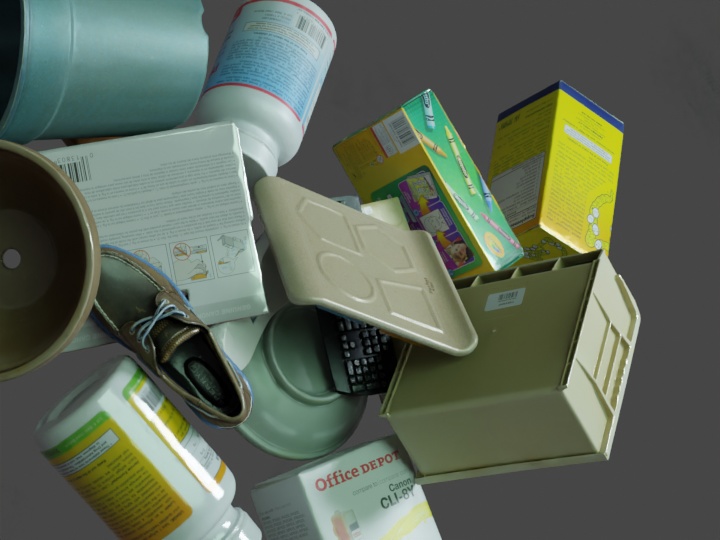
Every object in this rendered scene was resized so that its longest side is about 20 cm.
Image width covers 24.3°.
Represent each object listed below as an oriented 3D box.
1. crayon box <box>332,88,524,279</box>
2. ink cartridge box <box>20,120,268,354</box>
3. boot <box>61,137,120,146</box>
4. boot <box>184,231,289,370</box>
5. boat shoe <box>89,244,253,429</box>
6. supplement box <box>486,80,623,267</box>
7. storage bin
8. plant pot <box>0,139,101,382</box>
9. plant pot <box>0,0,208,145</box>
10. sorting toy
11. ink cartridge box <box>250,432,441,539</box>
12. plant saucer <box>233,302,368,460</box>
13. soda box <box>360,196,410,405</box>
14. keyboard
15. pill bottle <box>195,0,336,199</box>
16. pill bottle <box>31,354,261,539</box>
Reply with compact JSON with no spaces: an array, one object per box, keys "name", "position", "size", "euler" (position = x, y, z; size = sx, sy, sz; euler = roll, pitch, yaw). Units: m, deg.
[{"name":"crayon box","position":[0.070,-0.074,1.753],"size":[0.058,0.119,0.200],"euler":[-34,96,-43]},{"name":"ink cartridge box","position":[-0.194,-0.030,1.479],"size":[0.199,0.045,0.177],"euler":[-10,91,-13]},{"name":"boot","position":[-0.221,-0.066,1.540],"size":[0.188,0.068,0.200],"euler":[-35,91,-32]},{"name":"boot","position":[-0.125,0.022,1.560],"size":[0.200,0.090,0.073],"euler":[-57,137,-49]},{"name":"boat shoe","position":[-0.162,0.053,1.423],"size":[0.200,0.072,0.072],"euler":[44,81,-8]},{"name":"supplement box","position":[0.215,-0.092,1.892],"size":[0.109,0.109,0.201],"euler":[30,56,-28]},{"name":"storage bin","position":[0.144,0.088,1.586],"size":[0.094,0.199,0.199],"euler":[57,37,-30]},{"name":"plant pot","position":[-0.306,-0.009,1.394],"size":[0.093,0.200,0.201],"euler":[-14,80,-83]},{"name":"plant pot","position":[-0.253,-0.198,1.467],"size":[0.196,0.200,0.201],"euler":[-1,73,-38]},{"name":"sorting toy","position":[0.000,0.000,1.569],"size":[0.199,0.037,0.185],"euler":[17,31,-30]},{"name":"ink cartridge box","position":[0.001,0.270,1.575],"size":[0.145,0.083,0.201],"euler":[-17,83,-44]},{"name":"plant saucer","position":[-0.060,0.082,1.625],"size":[0.200,0.050,0.201],"euler":[17,61,-35]},{"name":"soda box","position":[0.031,0.032,1.714],"size":[0.068,0.064,0.201],"euler":[-14,81,-43]},{"name":"keyboard","position":[0.010,0.022,1.649],"size":[0.127,0.021,0.201],"euler":[-7,79,-33]},{"name":"pill bottle","position":[-0.100,-0.172,1.656],"size":[0.109,0.109,0.200],"euler":[36,53,-24]},{"name":"pill bottle","position":[-0.179,0.180,1.440],"size":[0.200,0.111,0.111],"euler":[51,48,-13]}]
